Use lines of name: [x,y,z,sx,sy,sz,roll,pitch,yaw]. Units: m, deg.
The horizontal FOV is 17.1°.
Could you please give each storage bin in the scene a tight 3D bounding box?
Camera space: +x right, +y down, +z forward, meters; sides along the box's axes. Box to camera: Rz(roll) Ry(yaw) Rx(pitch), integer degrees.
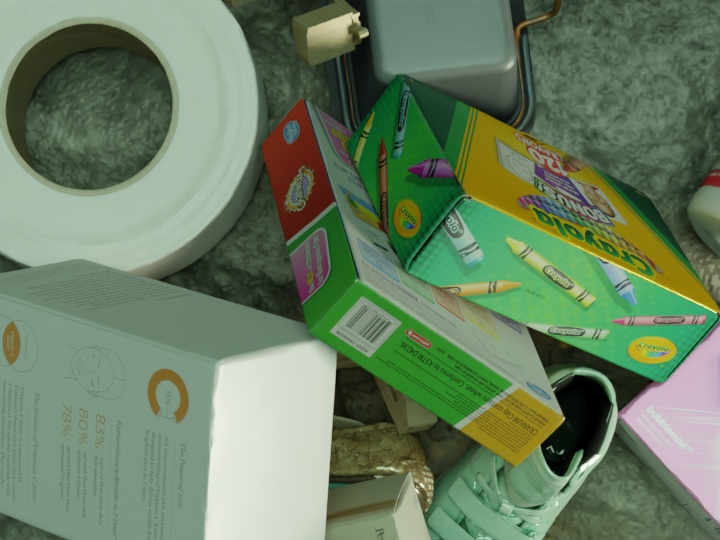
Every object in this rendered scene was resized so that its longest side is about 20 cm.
storage bin: [0.048,-0.174,1.405,0.145,0.134,0.201,-6,82,-2]

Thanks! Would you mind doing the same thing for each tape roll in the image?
tape roll: [-0.156,-0.090,1.414,0.202,0.071,0.203,0,83,2]

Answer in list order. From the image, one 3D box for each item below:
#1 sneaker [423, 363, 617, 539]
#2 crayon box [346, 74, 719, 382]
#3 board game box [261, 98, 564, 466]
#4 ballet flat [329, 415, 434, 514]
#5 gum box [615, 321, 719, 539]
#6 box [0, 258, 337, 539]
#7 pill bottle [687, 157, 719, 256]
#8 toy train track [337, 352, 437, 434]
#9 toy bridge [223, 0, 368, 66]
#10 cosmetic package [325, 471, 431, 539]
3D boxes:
sneaker: [0.076,0.134,1.366,0.074,0.118,0.201,34,83,2]
crayon box: [0.097,-0.022,1.342,0.200,0.119,0.058,23,116,-34]
board game box: [0.026,0.003,1.323,0.153,0.200,0.040,34,110,-26]
ballet flat: [-0.055,0.115,1.398,0.199,0.071,0.065,3,46,6]
gum box: [0.254,0.122,1.396,0.113,0.066,0.200,-42,85,-5]
box: [-0.120,0.078,1.284,0.200,0.097,0.125,15,108,38]
pill bottle: [0.291,-0.083,1.407,0.111,0.111,0.200,36,83,4]
toy train track: [0.000,0.000,1.404,0.114,0.033,0.200,-6,62,-41]
toy bridge: [-0.051,-0.178,1.400,0.067,0.027,0.200,-24,40,-24]
cosmetic package: [-0.057,0.189,1.341,0.199,0.071,0.106,-15,101,13]
